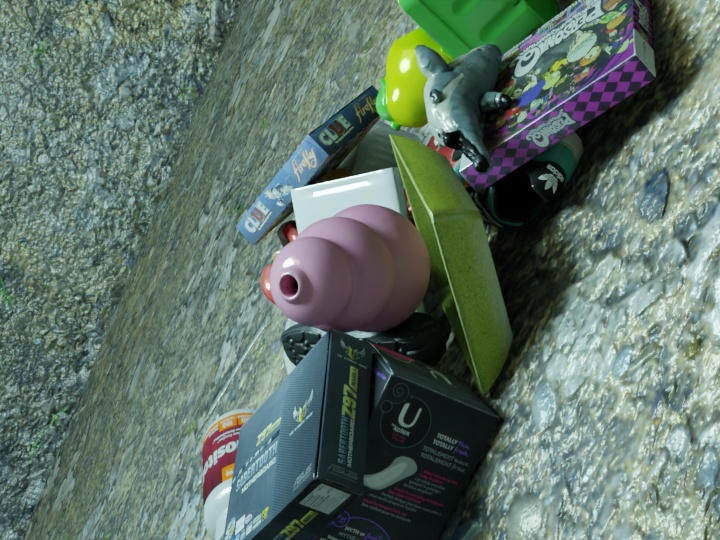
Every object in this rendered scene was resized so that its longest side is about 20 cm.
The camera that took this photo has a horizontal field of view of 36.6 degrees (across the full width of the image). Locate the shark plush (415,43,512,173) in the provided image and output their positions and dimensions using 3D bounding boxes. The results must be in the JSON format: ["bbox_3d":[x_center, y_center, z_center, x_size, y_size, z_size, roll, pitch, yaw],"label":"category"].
[{"bbox_3d":[0.101,-0.160,1.012,0.201,0.082,0.092,-86,-18,-65],"label":"shark plush"}]

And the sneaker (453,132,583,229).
[{"bbox_3d":[0.133,-0.078,1.077,0.200,0.071,0.080,-28,26,58],"label":"sneaker"}]

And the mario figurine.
[{"bbox_3d":[-0.044,-0.026,1.299,0.201,0.105,0.124,-54,18,38],"label":"mario figurine"}]

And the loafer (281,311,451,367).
[{"bbox_3d":[0.005,0.075,1.140,0.199,0.069,0.070,-2,25,37],"label":"loafer"}]

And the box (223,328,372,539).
[{"bbox_3d":[-0.060,0.172,0.999,0.200,0.051,0.159,-48,27,42],"label":"box"}]

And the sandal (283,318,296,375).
[{"bbox_3d":[-0.057,0.108,1.266,0.049,0.083,0.203,-18,31,4],"label":"sandal"}]

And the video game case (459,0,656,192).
[{"bbox_3d":[0.184,-0.183,1.025,0.199,0.036,0.182,-32,27,34],"label":"video game case"}]

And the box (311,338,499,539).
[{"bbox_3d":[0.023,0.187,1.025,0.202,0.121,0.106,-64,20,8],"label":"box"}]

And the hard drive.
[{"bbox_3d":[0.000,0.000,1.184,0.130,0.027,0.203,-9,92,29],"label":"hard drive"}]

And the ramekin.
[{"bbox_3d":[0.005,-0.099,1.393,0.201,0.104,0.202,-51,26,36],"label":"ramekin"}]

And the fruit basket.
[{"bbox_3d":[0.097,-0.251,1.182,0.216,0.214,0.157,-50,26,37],"label":"fruit basket"}]

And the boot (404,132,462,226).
[{"bbox_3d":[0.089,-0.073,1.211,0.144,0.072,0.202,-2,64,66],"label":"boot"}]

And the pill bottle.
[{"bbox_3d":[-0.141,0.274,1.358,0.114,0.112,0.201,-58,23,22],"label":"pill bottle"}]

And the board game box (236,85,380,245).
[{"bbox_3d":[-0.058,-0.123,1.289,0.135,0.035,0.200,-45,1,-43],"label":"board game box"}]

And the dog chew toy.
[{"bbox_3d":[-0.015,0.004,1.024,0.125,0.124,0.199,-58,-20,22],"label":"dog chew toy"}]

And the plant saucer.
[{"bbox_3d":[0.092,-0.016,1.046,0.047,0.202,0.201,-19,29,0],"label":"plant saucer"}]
